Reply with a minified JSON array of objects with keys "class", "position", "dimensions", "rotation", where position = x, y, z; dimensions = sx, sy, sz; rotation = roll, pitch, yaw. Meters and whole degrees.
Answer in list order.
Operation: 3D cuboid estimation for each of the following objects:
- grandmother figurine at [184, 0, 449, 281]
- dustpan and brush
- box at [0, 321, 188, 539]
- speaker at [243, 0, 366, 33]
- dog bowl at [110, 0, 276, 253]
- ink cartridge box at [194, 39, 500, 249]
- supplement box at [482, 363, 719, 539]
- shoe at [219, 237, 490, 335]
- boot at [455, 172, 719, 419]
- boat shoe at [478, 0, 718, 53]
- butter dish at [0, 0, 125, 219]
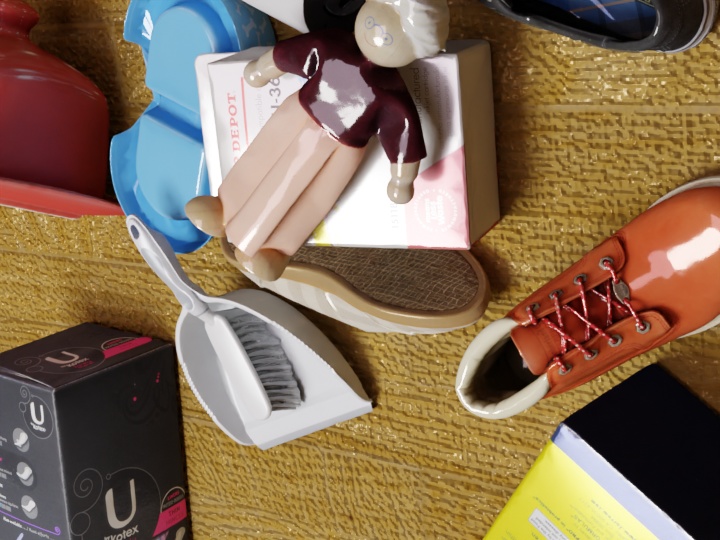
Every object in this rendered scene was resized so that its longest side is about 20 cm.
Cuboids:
[{"class":"grandmother figurine","position":[-0.014,-0.084,0.764],"dimensions":[0.121,0.061,0.200],"rotation":[36,119,-2]},{"class":"dustpan and brush","position":[-0.096,0.040,0.960],"dimensions":[0.140,0.057,0.200],"rotation":[-25,97,43]},{"class":"box","position":[-0.217,0.158,1.080],"dimensions":[0.106,0.122,0.200],"rotation":[10,112,38]},{"class":"speaker","position":[-0.078,-0.217,0.863],"dimensions":[0.200,0.081,0.081],"rotation":[33,124,28]},{"class":"dog bowl","position":[-0.114,-0.111,0.950],"dimensions":[0.111,0.050,0.200],"rotation":[29,122,30]},{"class":"ink cartridge box","position":[-0.022,-0.077,0.837],"dimensions":[0.200,0.067,0.117],"rotation":[1,107,23]},{"class":"supplement box","position":[0.138,0.172,0.795],"dimensions":[0.110,0.109,0.200],"rotation":[42,128,21]},{"class":"shoe","position":[0.000,0.000,0.895],"dimensions":[0.200,0.070,0.053],"rotation":[17,158,31]},{"class":"boot","position":[0.137,0.022,0.748],"dimensions":[0.200,0.107,0.075],"rotation":[-42,75,39]},{"class":"boat shoe","position":[0.093,-0.163,0.745],"dimensions":[0.200,0.066,0.070],"rotation":[32,123,28]},{"class":"butter dish","position":[-0.275,-0.130,1.014],"dimensions":[0.200,0.199,0.148],"rotation":[17,92,34]}]
